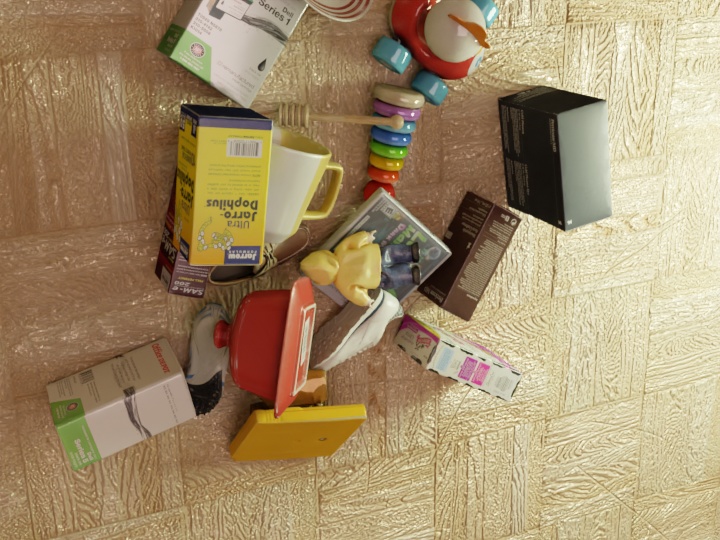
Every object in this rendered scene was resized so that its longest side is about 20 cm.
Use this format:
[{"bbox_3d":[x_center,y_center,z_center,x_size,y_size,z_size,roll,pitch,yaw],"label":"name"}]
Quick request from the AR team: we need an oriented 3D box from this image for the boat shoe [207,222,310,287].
[{"bbox_3d":[-0.165,-0.020,1.510,0.197,0.072,0.077,-24,116,-15],"label":"boat shoe"}]

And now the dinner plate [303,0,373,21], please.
[{"bbox_3d":[-0.058,-0.454,1.390,0.198,0.024,0.205,20,59,-36],"label":"dinner plate"}]

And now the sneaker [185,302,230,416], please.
[{"bbox_3d":[-0.246,0.146,1.536,0.070,0.073,0.204,14,116,-4],"label":"sneaker"}]

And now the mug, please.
[{"bbox_3d":[-0.118,-0.124,1.453,0.183,0.150,0.156,15,106,-11],"label":"mug"}]

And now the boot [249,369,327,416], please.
[{"bbox_3d":[-0.128,0.176,1.575,0.141,0.071,0.205,-12,124,0],"label":"boot"}]

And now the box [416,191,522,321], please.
[{"bbox_3d":[0.188,-0.026,1.655,0.074,0.100,0.203,23,96,-28],"label":"box"}]

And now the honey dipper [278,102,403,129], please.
[{"bbox_3d":[-0.030,-0.236,1.481,0.195,0.038,0.039,4,107,-3],"label":"honey dipper"}]

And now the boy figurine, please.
[{"bbox_3d":[0.000,0.000,1.539,0.195,0.064,0.128,-5,90,-7],"label":"boy figurine"}]

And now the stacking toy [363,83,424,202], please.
[{"bbox_3d":[0.043,-0.195,1.548,0.084,0.085,0.204,4,110,-25],"label":"stacking toy"}]

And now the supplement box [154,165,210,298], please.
[{"bbox_3d":[-0.254,-0.073,1.432,0.060,0.109,0.205,8,102,-26],"label":"supplement box"}]

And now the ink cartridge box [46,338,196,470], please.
[{"bbox_3d":[-0.365,0.199,1.450,0.196,0.145,0.086,-22,115,-16],"label":"ink cartridge box"}]

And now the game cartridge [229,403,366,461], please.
[{"bbox_3d":[-0.110,0.274,1.598,0.196,0.033,0.177,3,148,-25],"label":"game cartridge"}]

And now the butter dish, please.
[{"bbox_3d":[-0.153,0.106,1.444,0.144,0.199,0.205,8,92,5],"label":"butter dish"}]

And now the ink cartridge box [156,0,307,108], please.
[{"bbox_3d":[-0.180,-0.364,1.382,0.145,0.084,0.202,29,94,-30],"label":"ink cartridge box"}]

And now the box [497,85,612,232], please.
[{"bbox_3d":[0.331,-0.194,1.616,0.102,0.182,0.204,-17,114,-18],"label":"box"}]

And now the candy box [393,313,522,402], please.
[{"bbox_3d":[0.173,0.154,1.686,0.197,0.136,0.062,23,96,-29],"label":"candy box"}]

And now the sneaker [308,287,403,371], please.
[{"bbox_3d":[-0.014,0.114,1.611,0.200,0.077,0.080,-43,129,14],"label":"sneaker"}]

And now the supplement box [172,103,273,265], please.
[{"bbox_3d":[-0.194,-0.119,1.320,0.107,0.109,0.205,-1,106,-24],"label":"supplement box"}]

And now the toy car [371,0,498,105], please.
[{"bbox_3d":[0.147,-0.362,1.466,0.176,0.200,0.186,33,93,-29],"label":"toy car"}]

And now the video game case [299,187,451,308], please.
[{"bbox_3d":[0.027,-0.015,1.595,0.200,0.024,0.181,-44,120,15],"label":"video game case"}]
